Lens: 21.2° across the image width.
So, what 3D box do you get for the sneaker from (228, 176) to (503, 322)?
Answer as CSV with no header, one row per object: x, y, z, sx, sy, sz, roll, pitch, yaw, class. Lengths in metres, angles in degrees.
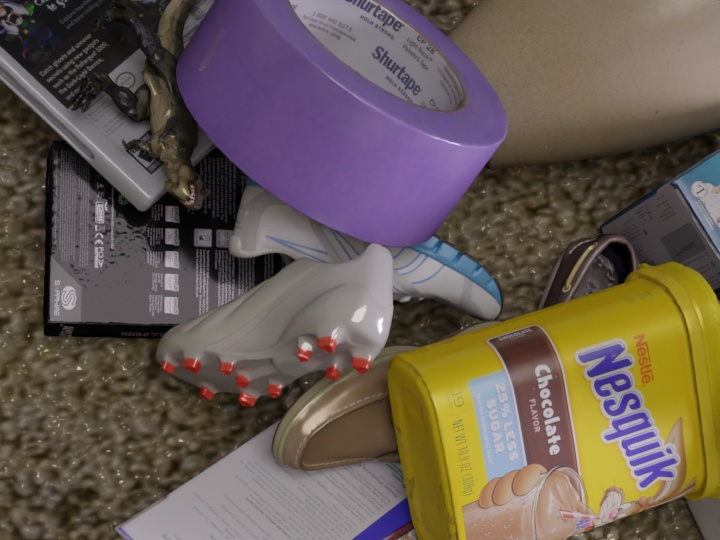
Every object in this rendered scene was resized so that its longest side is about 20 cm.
0.000,0.000,1.259,0.199,0.075,0.087,26,84,-17,sneaker

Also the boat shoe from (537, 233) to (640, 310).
0.145,0.069,1.323,0.071,0.060,0.201,22,74,-8,boat shoe

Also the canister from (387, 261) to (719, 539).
0.126,0.093,1.193,0.198,0.086,0.150,-17,108,-18,canister

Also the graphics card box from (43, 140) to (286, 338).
-0.112,-0.017,1.287,0.198,0.051,0.127,1,78,-14,graphics card box

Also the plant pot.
0.159,-0.153,1.328,0.199,0.187,0.189,-25,84,-1,plant pot

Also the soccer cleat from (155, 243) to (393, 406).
-0.051,0.034,1.204,0.069,0.199,0.078,36,57,-33,soccer cleat

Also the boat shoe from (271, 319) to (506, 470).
0.037,0.090,1.233,0.199,0.073,0.065,-16,50,-32,boat shoe

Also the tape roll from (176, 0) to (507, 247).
-0.011,-0.112,1.214,0.199,0.200,0.085,33,115,-4,tape roll

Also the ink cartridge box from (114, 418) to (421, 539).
-0.022,0.187,1.195,0.198,0.044,0.199,40,43,20,ink cartridge box

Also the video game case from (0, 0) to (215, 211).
-0.148,-0.159,1.289,0.182,0.023,0.200,43,54,1,video game case

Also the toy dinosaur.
-0.135,-0.125,1.235,0.088,0.047,0.201,23,51,-34,toy dinosaur

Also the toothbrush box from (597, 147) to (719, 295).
0.286,-0.059,1.339,0.199,0.146,0.086,-32,88,-18,toothbrush box

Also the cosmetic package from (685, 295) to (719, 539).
0.303,0.079,1.285,0.166,0.200,0.167,-25,85,-17,cosmetic package
